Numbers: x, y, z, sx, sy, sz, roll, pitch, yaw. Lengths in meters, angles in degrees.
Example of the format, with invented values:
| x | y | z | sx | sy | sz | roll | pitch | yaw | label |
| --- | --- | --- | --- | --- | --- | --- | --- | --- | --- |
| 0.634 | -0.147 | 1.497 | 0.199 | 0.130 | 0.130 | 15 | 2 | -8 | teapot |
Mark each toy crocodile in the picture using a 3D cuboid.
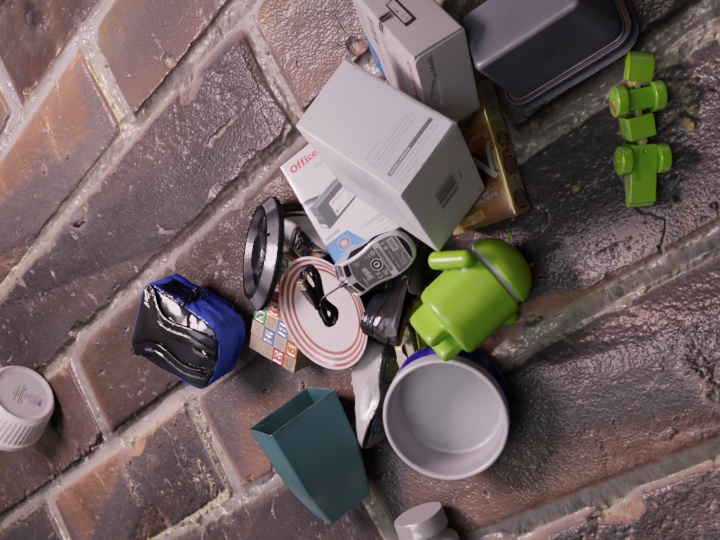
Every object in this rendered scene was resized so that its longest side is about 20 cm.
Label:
| x | y | z | sx | sy | sz | roll | pitch | yaw | label |
| --- | --- | --- | --- | --- | --- | --- | --- | --- | --- |
| 0.363 | -0.184 | 1.044 | 0.066 | 0.062 | 0.205 | -9 | 104 | 1 | toy crocodile |

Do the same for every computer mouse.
| x | y | z | sx | sy | sz | roll | pitch | yaw | label |
| --- | --- | --- | --- | --- | --- | --- | --- | --- | --- |
| 0.000 | 0.000 | 1.238 | 0.197 | 0.044 | 0.111 | -30 | 111 | 16 | computer mouse |

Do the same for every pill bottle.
| x | y | z | sx | sy | sz | roll | pitch | yaw | label |
| --- | --- | --- | --- | --- | --- | --- | --- | --- | --- |
| 0.132 | 0.509 | 1.352 | 0.108 | 0.109 | 0.204 | -21 | 90 | 37 | pill bottle |

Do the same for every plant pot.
| x | y | z | sx | sy | sz | roll | pitch | yaw | label |
| --- | --- | --- | --- | --- | --- | --- | --- | --- | --- |
| -0.077 | 0.334 | 1.423 | 0.203 | 0.140 | 0.141 | 61 | 157 | -7 | plant pot |

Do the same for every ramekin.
| x | y | z | sx | sy | sz | roll | pitch | yaw | label |
| --- | --- | --- | --- | --- | --- | --- | --- | --- | --- |
| -0.860 | 0.333 | 1.976 | 0.105 | 0.199 | 0.201 | -44 | 76 | 24 | ramekin |

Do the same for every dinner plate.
| x | y | z | sx | sy | sz | roll | pitch | yaw | label |
| --- | --- | --- | --- | --- | --- | --- | --- | --- | --- |
| -0.061 | 0.071 | 1.353 | 0.197 | 0.024 | 0.205 | 19 | 122 | 33 | dinner plate |

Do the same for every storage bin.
| x | y | z | sx | sy | sz | roll | pitch | yaw | label |
| --- | --- | --- | --- | --- | --- | --- | --- | --- | --- |
| 0.234 | -0.326 | 1.038 | 0.198 | 0.133 | 0.149 | -26 | 68 | 36 | storage bin |

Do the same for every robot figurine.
| x | y | z | sx | sy | sz | roll | pitch | yaw | label |
| --- | --- | --- | --- | --- | --- | --- | --- | --- | --- |
| 0.169 | 0.037 | 1.177 | 0.200 | 0.175 | 0.116 | -44 | 37 | 2 | robot figurine |

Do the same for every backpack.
| x | y | z | sx | sy | sz | roll | pitch | yaw | label |
| --- | --- | --- | --- | --- | --- | --- | --- | --- | --- |
| -0.315 | 0.113 | 1.540 | 0.198 | 0.167 | 0.166 | 29 | 120 | 22 | backpack |

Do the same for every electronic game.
| x | y | z | sx | sy | sz | roll | pitch | yaw | label |
| --- | --- | --- | --- | --- | --- | --- | --- | --- | --- |
| -0.171 | -0.030 | 1.414 | 0.199 | 0.041 | 0.205 | -172 | 90 | -69 | electronic game |

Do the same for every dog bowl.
| x | y | z | sx | sy | sz | roll | pitch | yaw | label |
| --- | --- | --- | --- | --- | --- | --- | --- | --- | --- |
| 0.138 | 0.220 | 1.254 | 0.195 | 0.079 | 0.205 | 4 | 107 | 13 | dog bowl |

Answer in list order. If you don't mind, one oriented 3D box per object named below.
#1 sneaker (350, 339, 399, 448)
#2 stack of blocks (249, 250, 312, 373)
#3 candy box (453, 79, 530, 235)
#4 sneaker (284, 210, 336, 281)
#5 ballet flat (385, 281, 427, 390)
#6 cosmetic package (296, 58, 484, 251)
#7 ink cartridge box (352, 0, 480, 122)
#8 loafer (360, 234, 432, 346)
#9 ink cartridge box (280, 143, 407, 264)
| x | y | z | sx | sy | sz | roll | pitch | yaw | label |
| --- | --- | --- | --- | --- | --- | --- | --- | --- | --- |
| 0.021 | 0.213 | 1.394 | 0.086 | 0.073 | 0.205 | 25 | 111 | 43 | sneaker |
| -0.131 | 0.069 | 1.463 | 0.114 | 0.058 | 0.204 | 25 | 115 | 28 | stack of blocks |
| 0.167 | -0.168 | 1.190 | 0.114 | 0.055 | 0.205 | -16 | 91 | 39 | candy box |
| -0.079 | -0.042 | 1.386 | 0.198 | 0.079 | 0.075 | 32 | 120 | 27 | sneaker |
| 0.075 | 0.104 | 1.318 | 0.066 | 0.067 | 0.205 | -11 | 95 | 37 | ballet flat |
| 0.045 | -0.156 | 1.108 | 0.199 | 0.199 | 0.124 | 37 | 86 | 28 | cosmetic package |
| 0.077 | -0.311 | 1.118 | 0.083 | 0.147 | 0.201 | -30 | 52 | -3 | ink cartridge box |
| 0.078 | 0.026 | 1.265 | 0.071 | 0.072 | 0.203 | 28 | 92 | 29 | loafer |
| -0.017 | -0.124 | 1.294 | 0.143 | 0.084 | 0.203 | -34 | 80 | 16 | ink cartridge box |
